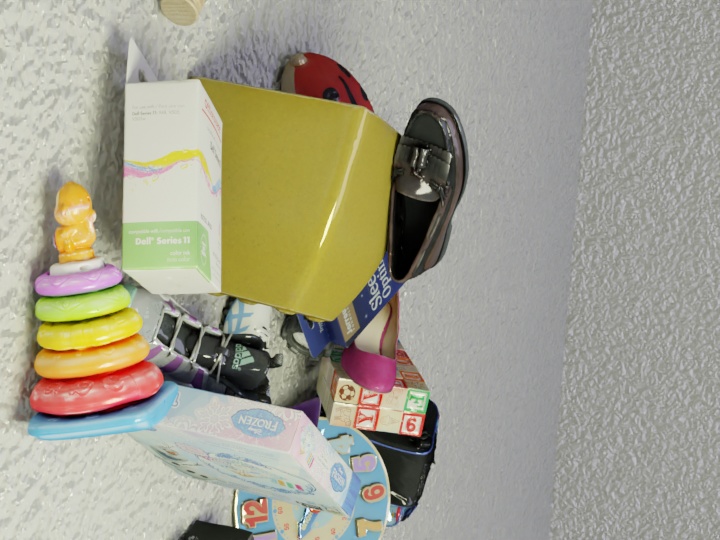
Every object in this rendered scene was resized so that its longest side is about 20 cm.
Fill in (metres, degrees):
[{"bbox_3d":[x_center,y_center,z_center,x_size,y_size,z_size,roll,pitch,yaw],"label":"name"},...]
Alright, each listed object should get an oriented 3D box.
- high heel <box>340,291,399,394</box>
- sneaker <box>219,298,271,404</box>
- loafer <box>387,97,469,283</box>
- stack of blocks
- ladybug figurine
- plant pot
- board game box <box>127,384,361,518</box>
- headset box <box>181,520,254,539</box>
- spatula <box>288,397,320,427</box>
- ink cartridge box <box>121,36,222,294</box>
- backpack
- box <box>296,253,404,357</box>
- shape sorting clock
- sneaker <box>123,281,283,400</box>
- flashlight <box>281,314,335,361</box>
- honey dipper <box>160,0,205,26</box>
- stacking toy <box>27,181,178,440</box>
[{"bbox_3d":[0.024,0.069,1.407,0.200,0.067,0.097,-82,-167,-71],"label":"high heel"},{"bbox_3d":[-0.120,0.107,1.291,0.072,0.072,0.203,44,55,-63],"label":"sneaker"},{"bbox_3d":[0.062,-0.072,1.197,0.063,0.071,0.202,-44,149,-42],"label":"loafer"},{"bbox_3d":[0.006,0.133,1.490,0.200,0.113,0.059,-121,-138,-72],"label":"stack of blocks"},{"bbox_3d":[-0.028,-0.169,1.403,0.201,0.071,0.137,60,39,-40],"label":"ladybug figurine"},{"bbox_3d":[-0.073,-0.060,1.208,0.195,0.192,0.203,24,79,-69],"label":"plant pot"},{"bbox_3d":[-0.118,0.165,1.126,0.199,0.197,0.044,60,44,-60],"label":"board game box"},{"bbox_3d":[-0.165,0.373,1.250,0.149,0.074,0.202,-53,144,-54],"label":"headset box"},{"bbox_3d":[-0.098,0.190,1.269,0.200,0.020,0.057,-41,-146,49],"label":"spatula"},{"bbox_3d":[-0.160,-0.089,1.036,0.117,0.066,0.203,74,15,-79],"label":"ink cartridge box"},{"bbox_3d":[0.012,0.219,1.554,0.200,0.180,0.136,-60,161,-72],"label":"backpack"},{"bbox_3d":[0.000,0.000,1.377,0.200,0.032,0.122,-46,137,-31],"label":"box"},{"bbox_3d":[-0.054,0.273,1.408,0.039,0.197,0.203,180,-82,-70],"label":"shape sorting clock"},{"bbox_3d":[-0.140,0.072,1.121,0.200,0.138,0.079,53,48,-63],"label":"sneaker"},{"bbox_3d":[-0.032,0.014,1.492,0.067,0.068,0.201,36,57,-16],"label":"flashlight"},{"bbox_3d":[-0.142,-0.315,1.147,0.038,0.037,0.202,71,28,-50],"label":"honey dipper"},{"bbox_3d":[-0.222,0.029,0.967,0.116,0.108,0.203,-57,140,-79],"label":"stacking toy"}]
